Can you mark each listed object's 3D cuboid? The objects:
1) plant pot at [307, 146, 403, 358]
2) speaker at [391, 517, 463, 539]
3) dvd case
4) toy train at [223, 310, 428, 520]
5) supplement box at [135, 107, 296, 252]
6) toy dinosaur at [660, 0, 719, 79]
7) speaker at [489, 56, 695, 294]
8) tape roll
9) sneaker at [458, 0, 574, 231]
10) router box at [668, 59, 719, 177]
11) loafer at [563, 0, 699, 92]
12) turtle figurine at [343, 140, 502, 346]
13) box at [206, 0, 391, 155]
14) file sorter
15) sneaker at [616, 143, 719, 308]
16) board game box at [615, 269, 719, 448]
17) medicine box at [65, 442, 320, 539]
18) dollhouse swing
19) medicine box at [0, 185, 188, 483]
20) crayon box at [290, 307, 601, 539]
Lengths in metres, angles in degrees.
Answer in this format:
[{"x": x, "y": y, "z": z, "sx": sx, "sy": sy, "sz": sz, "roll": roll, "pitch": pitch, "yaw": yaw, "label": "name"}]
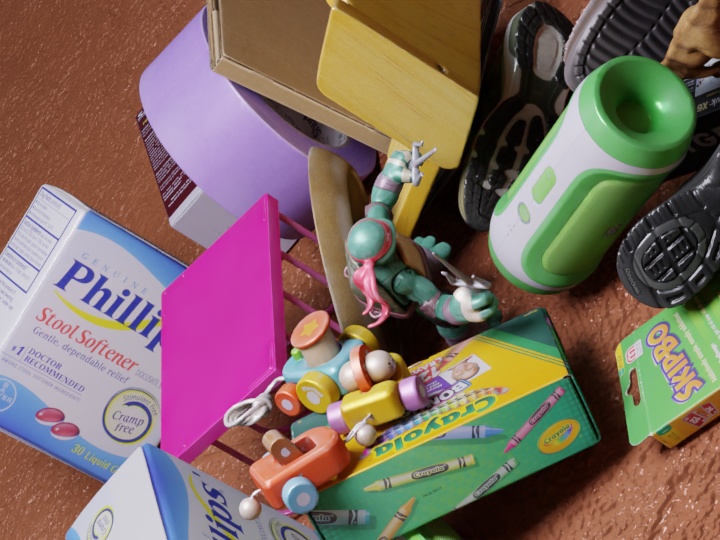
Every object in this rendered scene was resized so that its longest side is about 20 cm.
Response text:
[{"x": 0.000, "y": 0.000, "z": 1.704, "sx": 0.027, "sy": 0.200, "sz": 0.200, "roll": -15, "pitch": 43, "yaw": 8, "label": "plant pot"}, {"x": 0.050, "y": 0.219, "z": 1.510, "sx": 0.089, "sy": 0.088, "sz": 0.200, "roll": -56, "pitch": 31, "yaw": 4, "label": "speaker"}, {"x": 0.073, "y": -0.140, "z": 1.807, "sx": 0.149, "sy": 0.016, "sz": 0.201, "roll": 125, "pitch": 163, "yaw": -62, "label": "dvd case"}, {"x": -0.039, "y": 0.089, "z": 1.534, "sx": 0.150, "sy": 0.056, "sz": 0.200, "roll": -30, "pitch": 22, "yaw": -5, "label": "toy train"}, {"x": -0.131, "y": -0.086, "z": 2.024, "sx": 0.061, "sy": 0.109, "sz": 0.200, "roll": -48, "pitch": 33, "yaw": 15, "label": "supplement box"}, {"x": 0.229, "y": -0.161, "z": 1.463, "sx": 0.200, "sy": 0.106, "sz": 0.061, "roll": 105, "pitch": 154, "yaw": -60, "label": "toy dinosaur"}, {"x": 0.156, "y": -0.061, "z": 1.533, "sx": 0.200, "sy": 0.088, "sz": 0.089, "roll": 122, "pitch": 162, "yaw": -56, "label": "speaker"}, {"x": -0.086, "y": -0.129, "z": 1.907, "sx": 0.085, "sy": 0.200, "sz": 0.200, "roll": -43, "pitch": 34, "yaw": 23, "label": "tape roll"}, {"x": 0.113, "y": -0.109, "z": 1.746, "sx": 0.089, "sy": 0.077, "sz": 0.201, "roll": -33, "pitch": 31, "yaw": 57, "label": "sneaker"}, {"x": 0.258, "y": -0.159, "z": 1.581, "sx": 0.200, "sy": 0.052, "sz": 0.158, "roll": -20, "pitch": 48, "yaw": 46, "label": "router box"}, {"x": 0.211, "y": -0.204, "z": 1.581, "sx": 0.200, "sy": 0.073, "sz": 0.071, "roll": -52, "pitch": 21, "yaw": 1, "label": "loafer"}, {"x": 0.037, "y": -0.010, "z": 1.575, "sx": 0.100, "sy": 0.200, "sz": 0.150, "roll": -24, "pitch": 68, "yaw": 8, "label": "turtle figurine"}, {"x": -0.041, "y": -0.183, "z": 1.891, "sx": 0.021, "sy": 0.199, "sz": 0.164, "roll": -49, "pitch": 30, "yaw": 31, "label": "box"}, {"x": -0.068, "y": 0.073, "z": 1.772, "sx": 0.139, "sy": 0.125, "sz": 0.200, "roll": -41, "pitch": 33, "yaw": 28, "label": "file sorter"}, {"x": 0.252, "y": -0.059, "z": 1.474, "sx": 0.200, "sy": 0.076, "sz": 0.091, "roll": -38, "pitch": -1, "yaw": 17, "label": "sneaker"}, {"x": 0.248, "y": 0.034, "z": 1.447, "sx": 0.200, "sy": 0.030, "sz": 0.096, "roll": -36, "pitch": 35, "yaw": 28, "label": "board game box"}, {"x": -0.092, "y": 0.246, "z": 1.577, "sx": 0.103, "sy": 0.200, "sz": 0.182, "roll": -49, "pitch": 32, "yaw": 15, "label": "medicine box"}, {"x": 0.003, "y": -0.145, "z": 1.715, "sx": 0.176, "sy": 0.181, "sz": 0.200, "roll": -50, "pitch": 20, "yaw": 30, "label": "dollhouse swing"}, {"x": -0.239, "y": 0.059, "z": 1.961, "sx": 0.200, "sy": 0.182, "sz": 0.103, "roll": -59, "pitch": 31, "yaw": 0, "label": "medicine box"}, {"x": 0.055, "y": 0.111, "z": 1.530, "sx": 0.199, "sy": 0.058, "sz": 0.119, "roll": -25, "pitch": 22, "yaw": 5, "label": "crayon box"}]
